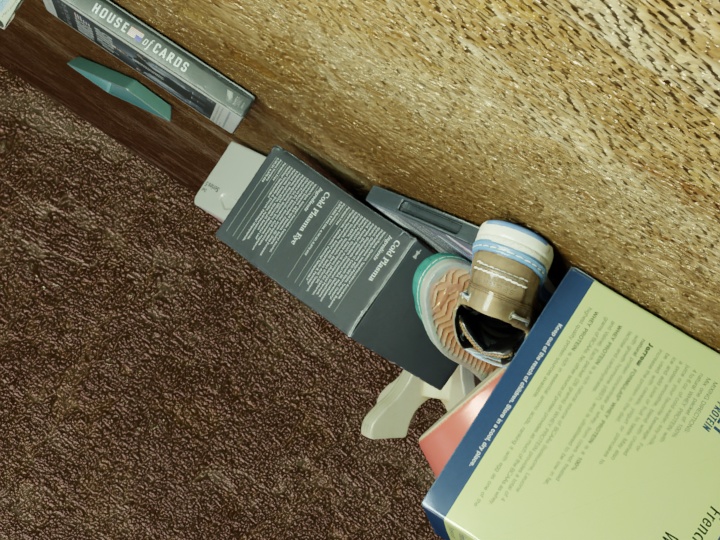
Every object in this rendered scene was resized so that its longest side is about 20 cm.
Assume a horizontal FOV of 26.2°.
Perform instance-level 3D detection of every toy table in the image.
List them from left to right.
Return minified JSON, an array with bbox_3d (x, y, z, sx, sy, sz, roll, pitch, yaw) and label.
[{"bbox_3d":[0.086,0.121,1.666,0.182,0.118,0.200,3,-171,-25],"label":"toy table"}]

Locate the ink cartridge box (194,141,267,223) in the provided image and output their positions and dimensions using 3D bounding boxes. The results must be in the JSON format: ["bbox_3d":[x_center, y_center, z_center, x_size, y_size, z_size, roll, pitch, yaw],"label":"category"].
[{"bbox_3d":[-0.061,-0.044,1.675,0.200,0.084,0.145,35,175,-37],"label":"ink cartridge box"}]

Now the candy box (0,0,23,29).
[{"bbox_3d":[-0.385,-0.295,1.311,0.136,0.061,0.200,30,176,30],"label":"candy box"}]

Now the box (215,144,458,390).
[{"bbox_3d":[0.000,0.000,1.419,0.182,0.105,0.200,34,-179,33],"label":"box"}]

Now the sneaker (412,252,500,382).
[{"bbox_3d":[0.080,0.034,1.311,0.080,0.071,0.200,43,175,36],"label":"sneaker"}]

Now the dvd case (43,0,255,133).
[{"bbox_3d":[-0.182,-0.185,1.308,0.199,0.025,0.150,33,176,-7],"label":"dvd case"}]

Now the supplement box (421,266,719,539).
[{"bbox_3d":[0.181,0.146,1.083,0.199,0.201,0.134,31,169,15],"label":"supplement box"}]

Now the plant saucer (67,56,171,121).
[{"bbox_3d":[-0.284,-0.218,1.828,0.070,0.019,0.200,35,177,-34],"label":"plant saucer"}]

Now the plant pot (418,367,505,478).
[{"bbox_3d":[0.154,0.159,1.243,0.178,0.200,0.200,50,178,5],"label":"plant pot"}]

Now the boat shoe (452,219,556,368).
[{"bbox_3d":[0.098,0.028,1.113,0.072,0.073,0.200,22,166,17],"label":"boat shoe"}]

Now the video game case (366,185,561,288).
[{"bbox_3d":[0.103,-0.008,1.251,0.143,0.019,0.200,35,175,-31],"label":"video game case"}]
